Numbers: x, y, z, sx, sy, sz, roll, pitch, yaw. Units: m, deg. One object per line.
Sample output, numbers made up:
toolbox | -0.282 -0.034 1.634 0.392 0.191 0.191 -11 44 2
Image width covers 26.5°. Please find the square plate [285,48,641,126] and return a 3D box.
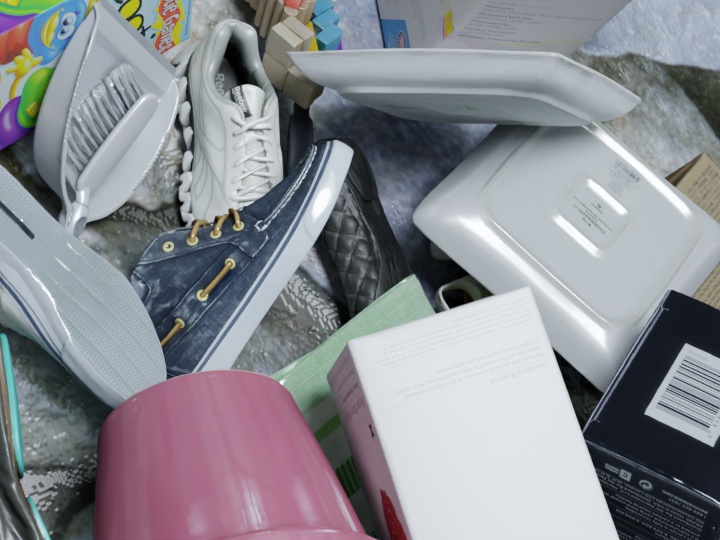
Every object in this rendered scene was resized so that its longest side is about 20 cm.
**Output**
square plate | 0.077 -0.126 1.075 0.200 0.197 0.029 7 87 -64

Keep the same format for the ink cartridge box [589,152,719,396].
ink cartridge box | 0.261 0.031 1.208 0.165 0.075 0.200 48 56 -3

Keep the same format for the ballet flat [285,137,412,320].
ballet flat | 0.000 0.000 1.115 0.066 0.057 0.201 -4 74 -57

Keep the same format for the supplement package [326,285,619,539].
supplement package | 0.069 0.131 0.927 0.119 0.121 0.201 -17 79 -12

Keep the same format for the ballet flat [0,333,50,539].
ballet flat | -0.225 0.136 0.925 0.068 0.068 0.201 -13 75 -18

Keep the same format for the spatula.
spatula | -0.041 -0.127 1.125 0.056 0.021 0.201 13 50 -15

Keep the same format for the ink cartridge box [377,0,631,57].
ink cartridge box | 0.111 -0.232 1.169 0.124 0.200 0.129 1 69 -27

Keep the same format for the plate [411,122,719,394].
plate | 0.166 -0.035 1.128 0.199 0.032 0.200 41 53 3

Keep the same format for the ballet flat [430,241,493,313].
ballet flat | 0.085 0.001 1.142 0.070 0.071 0.201 3 68 -26

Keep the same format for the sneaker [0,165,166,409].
sneaker | -0.204 0.013 0.966 0.200 0.071 0.073 51 42 -11

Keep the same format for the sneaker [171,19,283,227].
sneaker | -0.087 -0.082 1.078 0.075 0.081 0.201 -5 73 -30

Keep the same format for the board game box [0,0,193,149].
board game box | -0.216 -0.177 1.022 0.103 0.105 0.200 39 54 19

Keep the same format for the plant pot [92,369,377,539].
plant pot | -0.081 0.168 0.920 0.199 0.200 0.180 2 52 -26

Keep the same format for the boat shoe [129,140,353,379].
boat shoe | -0.089 -0.016 1.012 0.091 0.071 0.201 33 91 -8

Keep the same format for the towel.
towel | 0.032 0.127 1.057 0.152 0.023 0.201 -35 100 -33

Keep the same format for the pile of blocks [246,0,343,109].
pile of blocks | -0.047 -0.215 1.136 0.082 0.062 0.201 -4 55 -22

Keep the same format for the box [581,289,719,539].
box | 0.215 0.141 1.054 0.104 0.201 0.148 25 53 19

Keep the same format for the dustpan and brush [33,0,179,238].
dustpan and brush | -0.183 -0.063 1.018 0.057 0.140 0.201 33 86 21
